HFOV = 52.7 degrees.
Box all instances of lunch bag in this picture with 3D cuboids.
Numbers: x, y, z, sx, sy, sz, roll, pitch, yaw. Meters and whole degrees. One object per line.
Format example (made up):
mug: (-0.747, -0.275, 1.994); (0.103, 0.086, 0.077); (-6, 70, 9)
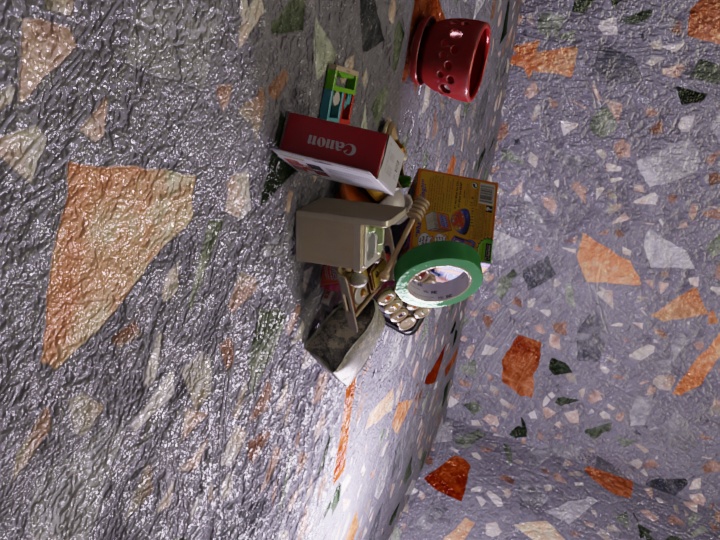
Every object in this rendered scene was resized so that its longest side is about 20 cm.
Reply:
lunch bag: (-0.023, 0.154, 1.737); (0.201, 0.117, 0.164); (-51, 159, -9)

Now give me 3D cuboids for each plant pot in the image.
plant pot: (0.229, -0.557, 1.899); (0.200, 0.179, 0.205); (15, 90, -73)

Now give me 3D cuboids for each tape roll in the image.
tape roll: (0.173, 0.011, 1.622); (0.202, 0.195, 0.049); (78, 7, -56)

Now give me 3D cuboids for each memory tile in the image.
memory tile: (0.128, 0.069, 1.764); (0.152, 0.017, 0.200); (-33, 145, 5)

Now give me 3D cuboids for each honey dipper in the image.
honey dipper: (0.092, -0.068, 1.586); (0.203, 0.037, 0.038); (-62, 160, -13)

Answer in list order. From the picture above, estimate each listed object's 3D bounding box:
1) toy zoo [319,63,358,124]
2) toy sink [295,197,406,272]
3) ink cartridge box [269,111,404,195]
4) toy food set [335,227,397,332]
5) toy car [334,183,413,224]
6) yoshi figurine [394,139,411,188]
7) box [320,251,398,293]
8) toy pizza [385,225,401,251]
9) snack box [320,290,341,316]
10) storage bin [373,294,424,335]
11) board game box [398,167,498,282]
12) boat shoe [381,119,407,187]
toy zoo: (-0.051, -0.308, 1.476); (0.131, 0.020, 0.205); (-26, 129, -69)
toy sink: (-0.017, -0.071, 1.468); (0.130, 0.195, 0.115); (-39, 134, -63)
ink cartridge box: (-0.038, -0.212, 1.291); (0.175, 0.196, 0.086); (23, 83, -74)
toy food set: (0.023, 0.016, 1.586); (0.200, 0.059, 0.146); (-48, 137, -40)
toy car: (0.014, -0.163, 1.628); (0.150, 0.176, 0.200); (-42, 169, 13)
yoshi figurine: (0.062, -0.210, 1.795); (0.112, 0.111, 0.203); (-45, 149, -45)
box: (0.000, 0.000, 1.702); (0.199, 0.098, 0.098); (-3, 102, -61)
toy pizza: (0.114, -0.109, 1.945); (0.032, 0.199, 0.203); (36, 62, -25)
snack box: (-0.044, 0.011, 1.766); (0.072, 0.024, 0.203); (72, 36, -58)
storage bin: (0.074, 0.056, 1.900); (0.147, 0.198, 0.134); (-58, 152, -6)
board game box: (0.204, -0.098, 1.751); (0.200, 0.195, 0.205); (112, -13, -73)
boat shoe: (0.089, -0.294, 1.860); (0.202, 0.068, 0.074); (84, 27, -50)
